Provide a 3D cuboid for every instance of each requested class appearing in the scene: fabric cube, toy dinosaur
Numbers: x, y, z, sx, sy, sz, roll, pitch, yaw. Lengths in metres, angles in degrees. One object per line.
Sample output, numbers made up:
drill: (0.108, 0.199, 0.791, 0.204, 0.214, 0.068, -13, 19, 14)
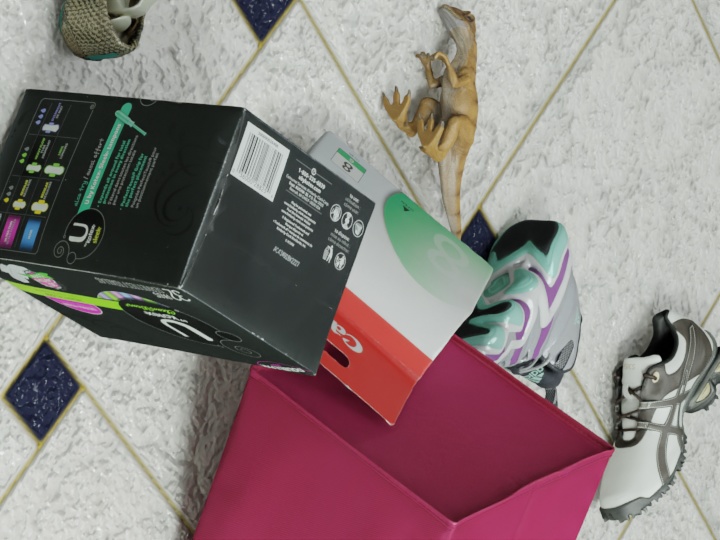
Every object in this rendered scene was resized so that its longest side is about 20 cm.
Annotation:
fabric cube: (0.023, 0.175, 1.755, 0.200, 0.196, 0.200, -17, 134, -48)
toy dinosaur: (0.070, -0.103, 1.914, 0.106, 0.060, 0.201, -2, 98, -51)

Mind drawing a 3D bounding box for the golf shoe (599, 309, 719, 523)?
golf shoe: (0.245, 0.124, 2.168, 0.094, 0.078, 0.200, 44, 60, -25)

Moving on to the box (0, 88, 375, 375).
box: (-0.123, -0.027, 1.587, 0.148, 0.200, 0.125, 35, 69, -47)

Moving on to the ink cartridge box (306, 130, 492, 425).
ink cartridge box: (0.000, 0.000, 1.737, 0.161, 0.050, 0.200, 40, 26, -4)

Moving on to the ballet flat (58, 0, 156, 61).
ballet flat: (-0.138, -0.230, 1.630, 0.068, 0.075, 0.200, 25, 77, -48)

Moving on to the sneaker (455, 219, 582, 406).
sneaker: (0.124, 0.068, 1.996, 0.200, 0.078, 0.140, -46, 128, -34)
